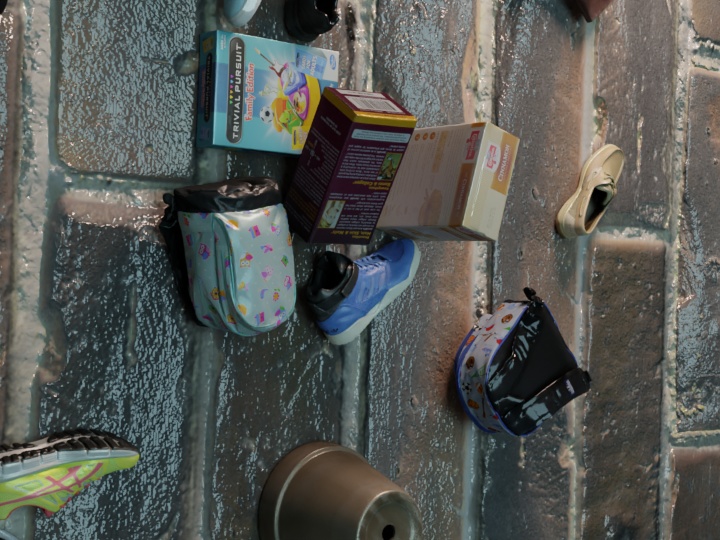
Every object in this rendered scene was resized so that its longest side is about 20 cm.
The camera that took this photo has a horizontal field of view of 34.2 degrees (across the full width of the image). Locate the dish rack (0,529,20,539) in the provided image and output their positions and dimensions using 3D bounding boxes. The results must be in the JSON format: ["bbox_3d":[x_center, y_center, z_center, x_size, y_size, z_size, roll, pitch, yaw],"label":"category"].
[{"bbox_3d":[-0.439,0.417,1.363,0.172,0.043,0.200,49,63,-28],"label":"dish rack"}]

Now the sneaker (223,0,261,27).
[{"bbox_3d":[-0.168,-0.420,1.538,0.082,0.074,0.201,17,70,-35],"label":"sneaker"}]

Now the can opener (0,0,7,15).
[{"bbox_3d":[-0.423,-0.366,1.352,0.063,0.079,0.200,24,69,4],"label":"can opener"}]

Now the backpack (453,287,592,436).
[{"bbox_3d":[0.232,0.158,1.816,0.200,0.154,0.191,55,52,-18],"label":"backpack"}]

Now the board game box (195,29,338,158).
[{"bbox_3d":[-0.123,-0.234,1.589,0.200,0.047,0.152,2,90,-38],"label":"board game box"}]

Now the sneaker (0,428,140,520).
[{"bbox_3d":[-0.361,0.248,1.407,0.200,0.078,0.091,-5,103,-32],"label":"sneaker"}]

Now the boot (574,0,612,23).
[{"bbox_3d":[0.350,-0.483,1.937,0.200,0.072,0.167,-46,115,-32],"label":"boot"}]

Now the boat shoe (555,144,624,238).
[{"bbox_3d":[0.408,-0.135,1.998,0.072,0.065,0.200,50,63,-28],"label":"boat shoe"}]

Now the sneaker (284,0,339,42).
[{"bbox_3d":[-0.057,-0.420,1.609,0.076,0.091,0.201,-8,95,-36],"label":"sneaker"}]

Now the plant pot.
[{"bbox_3d":[-0.013,0.345,1.614,0.200,0.173,0.201,0,90,-38],"label":"plant pot"}]

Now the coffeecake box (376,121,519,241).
[{"bbox_3d":[0.120,-0.125,1.687,0.073,0.200,0.154,21,79,-36],"label":"coffeecake box"}]

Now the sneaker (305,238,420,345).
[{"bbox_3d":[0.001,0.000,1.674,0.200,0.077,0.111,-46,127,-20],"label":"sneaker"}]

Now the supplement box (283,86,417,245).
[{"bbox_3d":[-0.018,-0.140,1.595,0.110,0.086,0.200,0,123,-39],"label":"supplement box"}]

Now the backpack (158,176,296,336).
[{"bbox_3d":[-0.162,-0.015,1.516,0.167,0.126,0.201,-12,102,-41],"label":"backpack"}]
